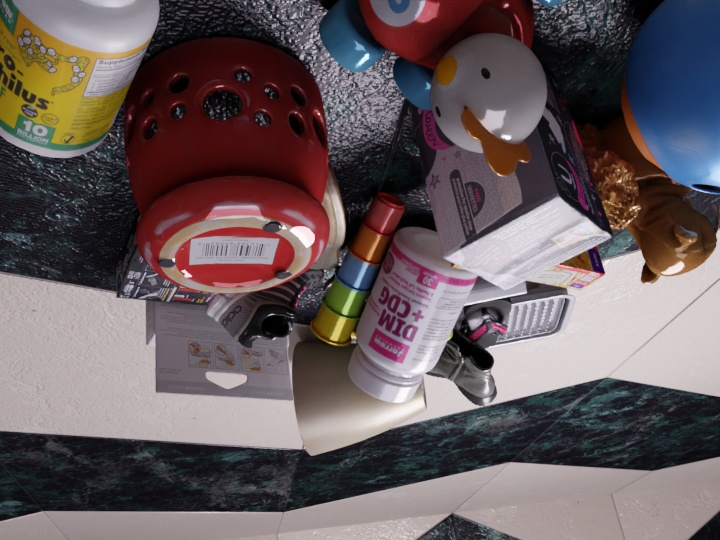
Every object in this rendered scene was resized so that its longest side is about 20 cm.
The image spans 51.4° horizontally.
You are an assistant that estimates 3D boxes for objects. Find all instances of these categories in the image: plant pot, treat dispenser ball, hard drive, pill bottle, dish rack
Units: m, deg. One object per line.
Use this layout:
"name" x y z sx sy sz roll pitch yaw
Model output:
"plant pot" -0.126 -0.086 0.721 0.199 0.184 0.201 -6 153 -3
"treat dispenser ball" 0.343 -0.171 0.682 0.199 0.202 0.201 -7 151 -4
"hard drive" 0.127 0.027 1.075 0.198 0.027 0.132 -11 -168 4
"pill bottle" 0.061 0.057 0.940 0.113 0.113 0.201 9 115 -29
"pill bottle" -0.223 -0.188 0.579 0.112 0.114 0.200 10 146 -31
"dish rack" 0.252 0.077 1.261 0.198 0.044 0.172 -10 150 1
"plant pot" 0.005 0.196 1.239 0.198 0.189 0.188 -10 151 7

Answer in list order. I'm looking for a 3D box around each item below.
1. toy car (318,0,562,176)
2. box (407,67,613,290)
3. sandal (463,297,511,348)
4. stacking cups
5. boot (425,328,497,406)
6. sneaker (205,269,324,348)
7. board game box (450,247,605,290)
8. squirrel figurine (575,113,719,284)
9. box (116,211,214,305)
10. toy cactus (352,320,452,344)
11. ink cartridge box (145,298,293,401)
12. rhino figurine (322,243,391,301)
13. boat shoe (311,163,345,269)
"toy car" 0.086 -0.170 0.610 0.176 0.201 0.184 17 141 -39
"box" 0.140 -0.106 0.740 0.132 0.201 0.114 -30 144 32
"sandal" 0.201 0.095 1.186 0.074 0.045 0.200 -8 150 0
"stacking cups" 0.000 0.000 0.947 0.060 0.061 0.201 10 117 -32
"boot" 0.144 0.129 1.231 0.068 0.199 0.131 -43 143 -22
"sneaker" -0.109 0.045 0.990 0.199 0.088 0.074 -25 165 -50
"board game box" 0.182 -0.064 0.878 0.199 0.153 0.046 8 147 -30
"squirrel figurine" 0.306 -0.080 0.848 0.198 0.188 0.142 3 149 -20
"box" -0.208 -0.024 0.938 0.157 0.050 0.200 6 148 -27
"toy cactus" 0.054 0.099 1.185 0.198 0.103 0.165 -7 170 14
"ink cartridge box" -0.194 0.100 1.035 0.199 0.175 0.044 9 146 -30
"rhino figurine" 0.043 0.003 1.021 0.198 0.088 0.060 -14 150 7
"boat shoe" -0.059 -0.054 0.905 0.069 0.074 0.200 -10 152 -10
